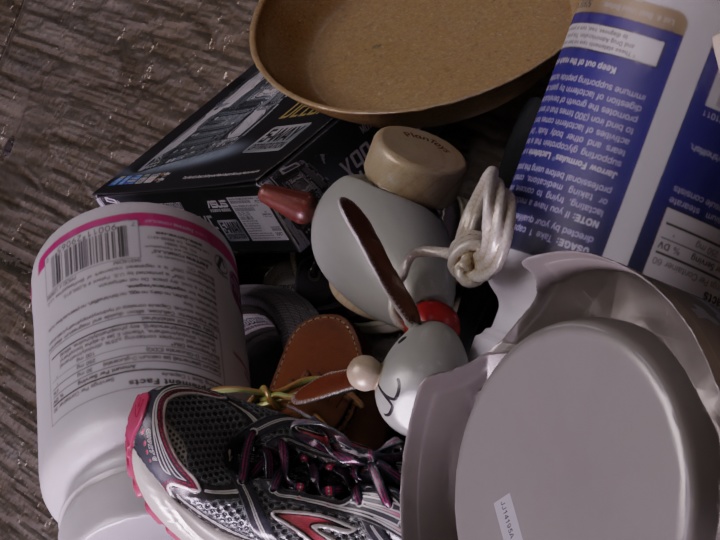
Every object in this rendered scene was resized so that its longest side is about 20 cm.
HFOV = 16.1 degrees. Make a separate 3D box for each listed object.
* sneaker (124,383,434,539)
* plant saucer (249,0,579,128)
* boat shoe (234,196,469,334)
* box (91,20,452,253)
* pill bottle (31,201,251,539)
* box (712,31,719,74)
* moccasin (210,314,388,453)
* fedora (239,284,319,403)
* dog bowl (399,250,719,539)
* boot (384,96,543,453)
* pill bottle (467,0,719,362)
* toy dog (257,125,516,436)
[{"bbox_3d":[-0.012,0.098,1.145,0.075,0.199,0.081,-47,24,49],"label":"sneaker"},{"bbox_3d":[0.040,-0.134,1.371,0.199,0.036,0.201,-11,39,9],"label":"plant saucer"},{"bbox_3d":[-0.013,-0.005,1.425,0.199,0.065,0.072,-15,58,54],"label":"boat shoe"},{"bbox_3d":[-0.042,-0.073,1.458,0.158,0.050,0.200,-41,20,-25],"label":"box"},{"bbox_3d":[-0.111,0.073,1.316,0.113,0.113,0.201,-44,38,34],"label":"pill bottle"},{"bbox_3d":[0.211,-0.008,0.968,0.095,0.077,0.202,-19,84,59],"label":"box"},{"bbox_3d":[-0.039,0.092,1.230,0.073,0.078,0.202,-13,37,33],"label":"moccasin"},{"bbox_3d":[-0.069,0.106,1.418,0.200,0.090,0.177,-50,36,12],"label":"fedora"},{"bbox_3d":[0.099,0.094,1.044,0.199,0.058,0.202,-10,77,52],"label":"dog bowl"},{"bbox_3d":[0.061,0.009,1.297,0.164,0.065,0.201,5,77,52],"label":"boot"},{"bbox_3d":[0.124,-0.026,1.170,0.116,0.115,0.201,19,87,60],"label":"pill bottle"},{"bbox_3d":[0.000,0.000,1.199,0.200,0.096,0.133,-131,53,-78],"label":"toy dog"}]
